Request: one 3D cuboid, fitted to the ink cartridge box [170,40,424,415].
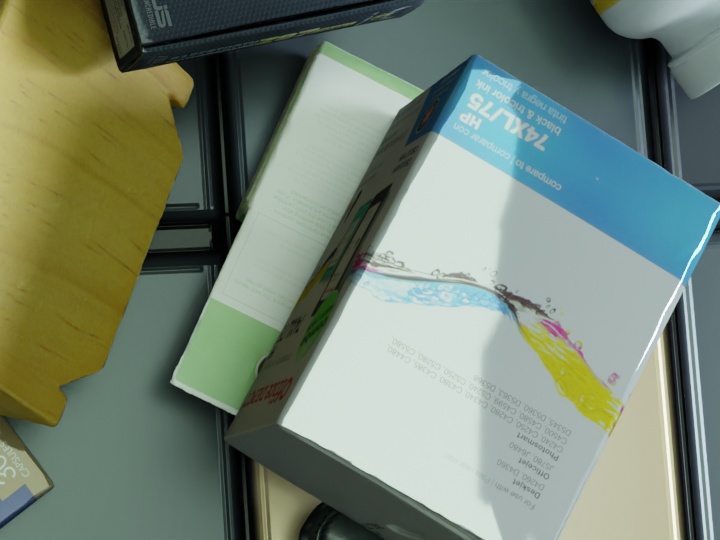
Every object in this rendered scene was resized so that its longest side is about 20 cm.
[{"bbox_3d":[0.000,0.000,1.175,0.145,0.048,0.201,26,80,-9],"label":"ink cartridge box"}]

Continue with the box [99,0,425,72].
[{"bbox_3d":[-0.065,-0.210,1.091,0.157,0.051,0.202,-13,87,-22],"label":"box"}]

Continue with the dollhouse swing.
[{"bbox_3d":[-0.225,-0.049,1.112,0.182,0.175,0.201,42,58,-43],"label":"dollhouse swing"}]

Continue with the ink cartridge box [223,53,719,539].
[{"bbox_3d":[0.051,0.028,1.084,0.145,0.147,0.201,30,77,-9],"label":"ink cartridge box"}]

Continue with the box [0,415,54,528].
[{"bbox_3d":[-0.267,0.121,1.106,0.200,0.032,0.121,-38,93,-14],"label":"box"}]

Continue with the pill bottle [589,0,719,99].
[{"bbox_3d":[0.156,-0.198,1.202,0.112,0.112,0.201,-35,91,-15],"label":"pill bottle"}]

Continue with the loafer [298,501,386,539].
[{"bbox_3d":[0.053,0.189,1.151,0.200,0.070,0.068,42,76,-5],"label":"loafer"}]
